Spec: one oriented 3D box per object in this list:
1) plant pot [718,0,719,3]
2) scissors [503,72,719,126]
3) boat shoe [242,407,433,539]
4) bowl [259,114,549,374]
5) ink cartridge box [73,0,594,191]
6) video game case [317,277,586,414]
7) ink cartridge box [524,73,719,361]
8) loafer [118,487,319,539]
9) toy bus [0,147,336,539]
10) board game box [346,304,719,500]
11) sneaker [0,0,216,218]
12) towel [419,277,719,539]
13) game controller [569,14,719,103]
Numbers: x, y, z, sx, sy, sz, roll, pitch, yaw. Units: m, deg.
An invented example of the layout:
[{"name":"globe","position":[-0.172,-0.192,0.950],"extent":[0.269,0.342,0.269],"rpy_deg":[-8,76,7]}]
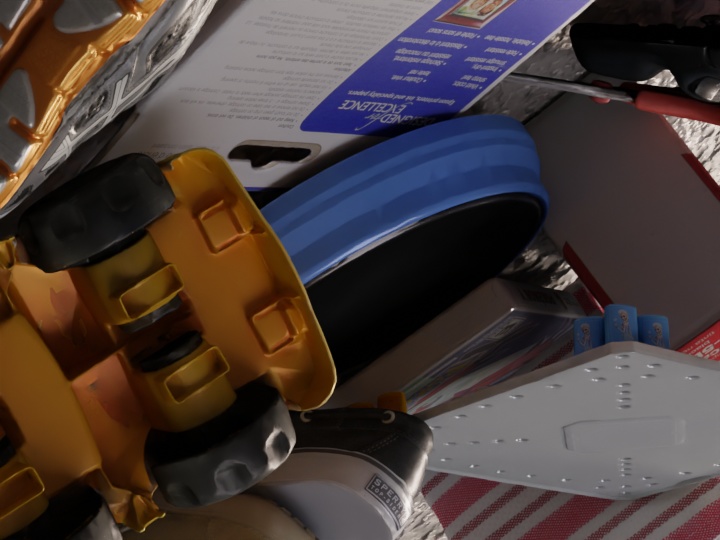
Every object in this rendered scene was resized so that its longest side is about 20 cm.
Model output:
[{"name":"plant pot","position":[0.204,-0.183,0.938],"extent":[0.200,0.201,0.177],"rpy_deg":[-41,145,10]},{"name":"scissors","position":[0.122,-0.083,1.121],"extent":[0.200,0.073,0.014],"rpy_deg":[8,103,-11]},{"name":"boat shoe","position":[-0.048,0.094,1.133],"extent":[0.057,0.200,0.069],"rpy_deg":[-57,130,-32]},{"name":"bowl","position":[0.000,0.000,1.105],"extent":[0.200,0.039,0.201],"rpy_deg":[-27,164,-8]},{"name":"ink cartridge box","position":[0.002,-0.105,0.963],"extent":[0.200,0.047,0.197],"rpy_deg":[-38,158,32]},{"name":"video game case","position":[0.018,0.072,1.250],"extent":[0.200,0.023,0.182],"rpy_deg":[-37,168,12]},{"name":"ink cartridge box","position":[0.163,0.000,1.223],"extent":[0.083,0.147,0.200],"rpy_deg":[-38,153,5]},{"name":"loafer","position":[-0.102,0.143,1.125],"extent":[0.200,0.076,0.068],"rpy_deg":[-8,-140,48]},{"name":"toy bus","position":[-0.137,0.045,0.950],"extent":[0.200,0.136,0.192],"rpy_deg":[-32,-168,-19]},{"name":"board game box","position":[0.125,0.067,1.132],"extent":[0.200,0.026,0.200],"rpy_deg":[13,156,-37]},{"name":"sneaker","position":[-0.117,-0.068,0.856],"extent":[0.200,0.078,0.077],"rpy_deg":[-41,163,12]},{"name":"towel","position":[0.113,0.116,1.298],"extent":[0.146,0.200,0.030],"rpy_deg":[-37,142,8]},{"name":"game controller","position":[0.189,-0.104,1.149],"extent":[0.200,0.104,0.042],"rpy_deg":[0,106,-50]}]
